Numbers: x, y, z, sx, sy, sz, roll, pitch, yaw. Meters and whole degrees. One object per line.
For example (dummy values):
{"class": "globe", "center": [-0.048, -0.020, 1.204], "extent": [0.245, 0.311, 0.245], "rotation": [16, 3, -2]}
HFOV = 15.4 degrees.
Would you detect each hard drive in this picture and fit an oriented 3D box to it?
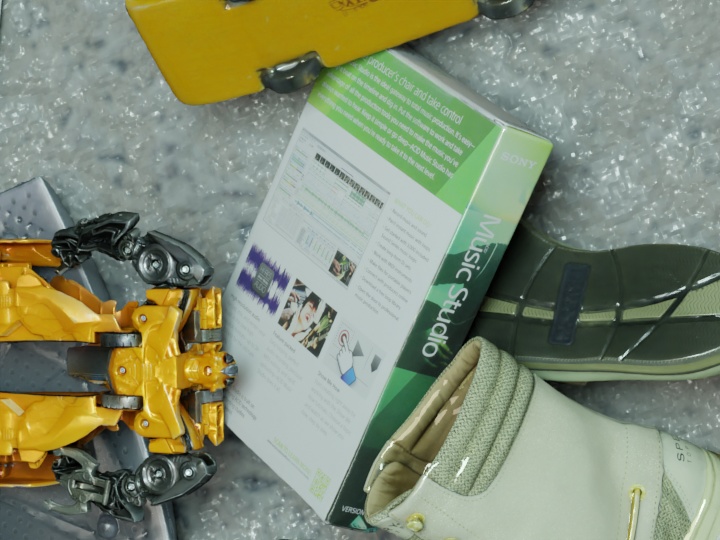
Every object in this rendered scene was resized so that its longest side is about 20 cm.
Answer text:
{"class": "hard drive", "center": [-0.170, 0.067, 1.341], "extent": [0.134, 0.042, 0.201], "rotation": [-22, 85, 22]}

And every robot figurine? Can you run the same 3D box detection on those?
{"class": "robot figurine", "center": [-0.146, 0.044, 1.275], "extent": [0.199, 0.058, 0.146], "rotation": [1, 94, 23]}

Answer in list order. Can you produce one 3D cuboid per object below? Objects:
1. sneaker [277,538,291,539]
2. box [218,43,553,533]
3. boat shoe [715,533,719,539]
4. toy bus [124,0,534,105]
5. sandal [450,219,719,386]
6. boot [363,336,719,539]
{"class": "sneaker", "center": [0.010, 0.205, 1.262], "extent": [0.199, 0.071, 0.083], "rotation": [40, 107, 15]}
{"class": "box", "center": [0.000, 0.000, 1.237], "extent": [0.144, 0.036, 0.201], "rotation": [39, 110, 50]}
{"class": "boat shoe", "center": [0.177, 0.140, 1.151], "extent": [0.199, 0.074, 0.066], "rotation": [-25, 108, -13]}
{"class": "toy bus", "center": [-0.006, -0.141, 1.232], "extent": [0.199, 0.078, 0.065], "rotation": [-18, 127, 13]}
{"class": "sandal", "center": [0.093, 0.023, 1.220], "extent": [0.200, 0.057, 0.080], "rotation": [11, 69, 33]}
{"class": "boot", "center": [0.063, 0.144, 1.189], "extent": [0.154, 0.072, 0.201], "rotation": [27, 91, -22]}
